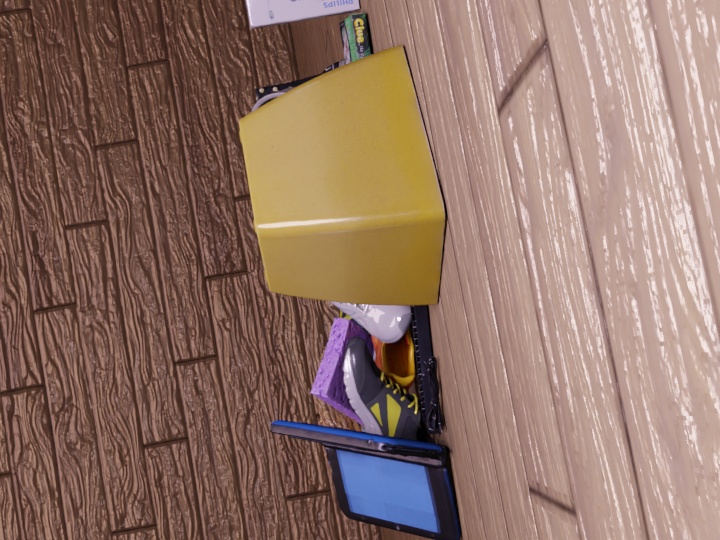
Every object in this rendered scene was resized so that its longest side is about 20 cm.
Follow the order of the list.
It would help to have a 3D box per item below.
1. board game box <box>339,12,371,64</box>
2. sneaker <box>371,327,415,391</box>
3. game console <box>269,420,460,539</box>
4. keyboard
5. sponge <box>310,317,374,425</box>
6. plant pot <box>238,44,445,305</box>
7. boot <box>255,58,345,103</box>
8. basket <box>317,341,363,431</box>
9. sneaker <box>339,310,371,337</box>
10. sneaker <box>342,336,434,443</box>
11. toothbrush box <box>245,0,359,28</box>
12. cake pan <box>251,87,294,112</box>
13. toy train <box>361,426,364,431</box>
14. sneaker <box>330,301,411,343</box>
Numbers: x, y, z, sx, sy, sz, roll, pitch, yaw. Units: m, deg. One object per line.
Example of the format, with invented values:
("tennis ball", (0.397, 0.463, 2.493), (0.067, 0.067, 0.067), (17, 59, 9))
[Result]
("board game box", (-0.004, -0.282, 1.407), (0.200, 0.023, 0.106), (-115, 18, -78))
("sneaker", (0.043, 0.078, 1.454), (0.077, 0.073, 0.201), (125, 140, -49))
("game console", (0.004, 0.256, 1.290), (0.170, 0.199, 0.119), (17, -102, -47))
("keyboard", (0.076, 0.112, 1.268), (0.127, 0.020, 0.201), (-106, 6, -60))
("sponge", (-0.002, 0.152, 1.520), (0.200, 0.030, 0.112), (43, -121, -56))
("plant pot", (-0.024, -0.077, 1.083), (0.200, 0.175, 0.201), (87, 171, -63))
("boot", (-0.084, -0.268, 1.636), (0.204, 0.153, 0.074), (152, 109, -87))
("basket", (0.004, 0.224, 1.696), (0.149, 0.142, 0.201), (86, 173, -54))
("sneaker", (0.022, 0.072, 1.606), (0.200, 0.082, 0.075), (155, 120, -76))
("sneaker", (0.038, 0.170, 1.369), (0.075, 0.084, 0.201), (-75, -34, -68))
("toothbrush box", (-0.090, -0.427, 1.381), (0.086, 0.145, 0.201), (-121, 21, -78))
("cake pan", (-0.073, -0.197, 1.609), (0.037, 0.199, 0.201), (-58, -23, -34))
("toy train", (0.063, 0.270, 1.483), (0.201, 0.085, 0.114), (-107, -5, -47))
("sneaker", (0.001, 0.040, 1.391), (0.200, 0.080, 0.071), (28, 94, 60))
